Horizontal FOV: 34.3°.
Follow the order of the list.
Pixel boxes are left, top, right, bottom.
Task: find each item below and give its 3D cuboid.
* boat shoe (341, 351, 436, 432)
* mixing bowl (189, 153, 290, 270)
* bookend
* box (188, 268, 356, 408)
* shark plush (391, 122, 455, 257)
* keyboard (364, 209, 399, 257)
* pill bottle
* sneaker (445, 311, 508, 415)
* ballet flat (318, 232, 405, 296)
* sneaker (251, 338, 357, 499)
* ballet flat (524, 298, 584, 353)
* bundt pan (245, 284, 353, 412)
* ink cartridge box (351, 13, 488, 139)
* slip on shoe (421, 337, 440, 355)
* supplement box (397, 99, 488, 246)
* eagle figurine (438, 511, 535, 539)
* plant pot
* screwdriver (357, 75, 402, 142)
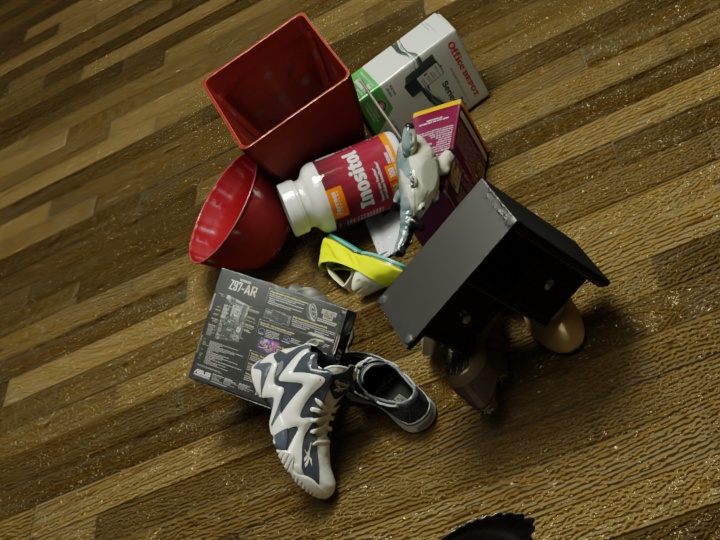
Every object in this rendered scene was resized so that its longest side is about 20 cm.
[{"bbox_3d":[0.020,0.146,1.550,0.072,0.068,0.199,-44,38,-11],"label":"boat shoe"},{"bbox_3d":[-0.179,-0.078,1.880,0.200,0.108,0.202,-45,30,34],"label":"mixing bowl"},{"bbox_3d":[0.161,0.025,1.412,0.200,0.198,0.092,-49,42,15],"label":"bookend"},{"bbox_3d":[-0.122,0.102,1.599,0.197,0.043,0.162,16,88,19],"label":"box"},{"bbox_3d":[0.076,-0.105,1.625,0.083,0.090,0.203,-27,56,46],"label":"shark plush"},{"bbox_3d":[0.032,-0.089,1.835,0.056,0.011,0.201,-26,39,5],"label":"keyboard"},{"bbox_3d":[-0.023,-0.128,1.798,0.198,0.114,0.113,-23,37,-5],"label":"pill bottle"},{"bbox_3d":[0.155,0.113,1.492,0.070,0.076,0.200,-28,16,27],"label":"sneaker"},{"bbox_3d":[0.000,0.000,1.733,0.199,0.066,0.068,25,88,52],"label":"ballet flat"},{"bbox_3d":[-0.049,0.180,1.500,0.129,0.079,0.201,-32,64,20],"label":"sneaker"},{"bbox_3d":[0.229,0.029,1.515,0.068,0.063,0.201,-33,38,6],"label":"ballet flat"},{"bbox_3d":[-0.114,0.101,1.696,0.200,0.076,0.203,-22,39,19],"label":"bundt pan"},{"bbox_3d":[0.090,-0.295,1.891,0.199,0.147,0.083,-37,38,0],"label":"ink cartridge box"},{"bbox_3d":[0.117,0.032,1.503,0.060,0.202,0.076,7,35,-3],"label":"slip on shoe"},{"bbox_3d":[0.124,-0.140,1.733,0.085,0.111,0.202,-14,43,27],"label":"supplement box"},{"bbox_3d":[0.098,0.341,1.248,0.151,0.150,0.202,9,66,55],"label":"eagle figurine"},{"bbox_3d":[-0.102,-0.245,1.851,0.199,0.177,0.201,-34,48,0],"label":"plant pot"},{"bbox_3d":[0.051,-0.219,1.821,0.028,0.201,0.029,-39,1,-39],"label":"screwdriver"}]
